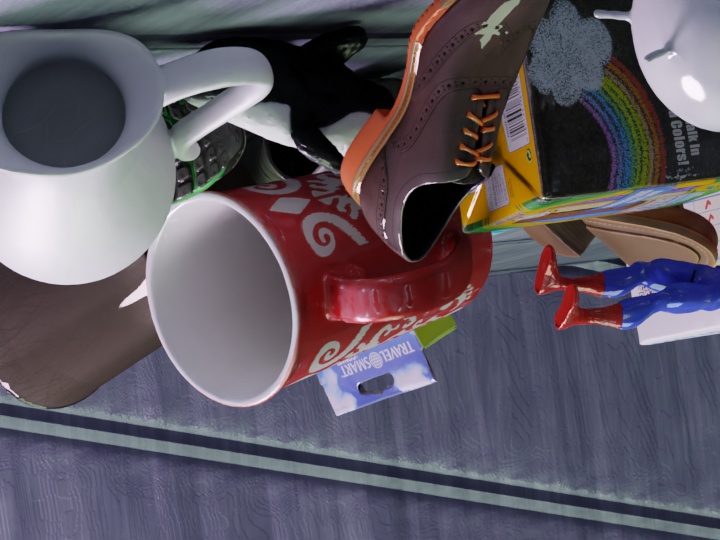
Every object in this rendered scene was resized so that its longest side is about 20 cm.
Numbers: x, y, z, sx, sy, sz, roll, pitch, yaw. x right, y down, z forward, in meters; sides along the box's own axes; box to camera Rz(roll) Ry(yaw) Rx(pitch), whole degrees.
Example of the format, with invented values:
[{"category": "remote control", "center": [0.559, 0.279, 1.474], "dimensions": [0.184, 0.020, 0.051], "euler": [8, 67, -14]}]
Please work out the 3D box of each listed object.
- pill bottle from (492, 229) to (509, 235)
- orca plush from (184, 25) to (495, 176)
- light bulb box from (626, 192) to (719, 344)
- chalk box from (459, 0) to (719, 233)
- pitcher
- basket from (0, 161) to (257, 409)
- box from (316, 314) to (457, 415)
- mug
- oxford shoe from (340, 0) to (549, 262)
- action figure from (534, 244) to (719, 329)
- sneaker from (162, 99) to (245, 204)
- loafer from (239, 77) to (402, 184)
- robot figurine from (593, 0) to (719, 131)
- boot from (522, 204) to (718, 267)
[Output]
[{"category": "pill bottle", "center": [0.090, -0.081, 1.752], "dimensions": [0.111, 0.111, 0.200], "euler": [-8, 175, -25]}, {"category": "orca plush", "center": [-0.006, -0.102, 1.490], "dimensions": [0.200, 0.071, 0.105], "euler": [23, -163, -20]}, {"category": "light bulb box", "center": [0.289, -0.062, 1.859], "dimensions": [0.125, 0.201, 0.198], "euler": [-6, 175, -36]}, {"category": "chalk box", "center": [0.164, -0.101, 1.571], "dimensions": [0.200, 0.125, 0.124], "euler": [-6, 175, -23]}, {"category": "pitcher", "center": [-0.135, -0.068, 1.412], "dimensions": [0.171, 0.122, 0.200], "euler": [-8, 165, -8]}, {"category": "basket", "center": [-0.163, -0.009, 1.786], "dimensions": [0.136, 0.181, 0.200], "euler": [21, 155, -31]}, {"category": "box", "center": [-0.014, -0.004, 1.858], "dimensions": [0.048, 0.200, 0.122], "euler": [-31, -174, -41]}, {"category": "mug", "center": [-0.005, 0.008, 1.634], "dimensions": [0.177, 0.134, 0.200], "euler": [36, -146, 31]}, {"category": "oxford shoe", "center": [0.059, -0.088, 1.395], "dimensions": [0.071, 0.073, 0.200], "euler": [-4, 141, -33]}, {"category": "action figure", "center": [0.219, -0.010, 1.619], "dimensions": [0.200, 0.065, 0.099], "euler": [2, 126, -23]}, {"category": "sneaker", "center": [-0.130, -0.082, 1.602], "dimensions": [0.085, 0.078, 0.200], "euler": [-15, -172, -35]}, {"category": "loafer", "center": [-0.042, -0.085, 1.744], "dimensions": [0.070, 0.070, 0.200], "euler": [0, 163, -38]}, {"category": "robot figurine", "center": [0.227, -0.133, 1.348], "dimensions": [0.199, 0.113, 0.170], "euler": [-8, -166, -14]}, {"category": "boot", "center": [0.202, -0.078, 1.754], "dimensions": [0.074, 0.155, 0.200], "euler": [42, 167, -31]}]
